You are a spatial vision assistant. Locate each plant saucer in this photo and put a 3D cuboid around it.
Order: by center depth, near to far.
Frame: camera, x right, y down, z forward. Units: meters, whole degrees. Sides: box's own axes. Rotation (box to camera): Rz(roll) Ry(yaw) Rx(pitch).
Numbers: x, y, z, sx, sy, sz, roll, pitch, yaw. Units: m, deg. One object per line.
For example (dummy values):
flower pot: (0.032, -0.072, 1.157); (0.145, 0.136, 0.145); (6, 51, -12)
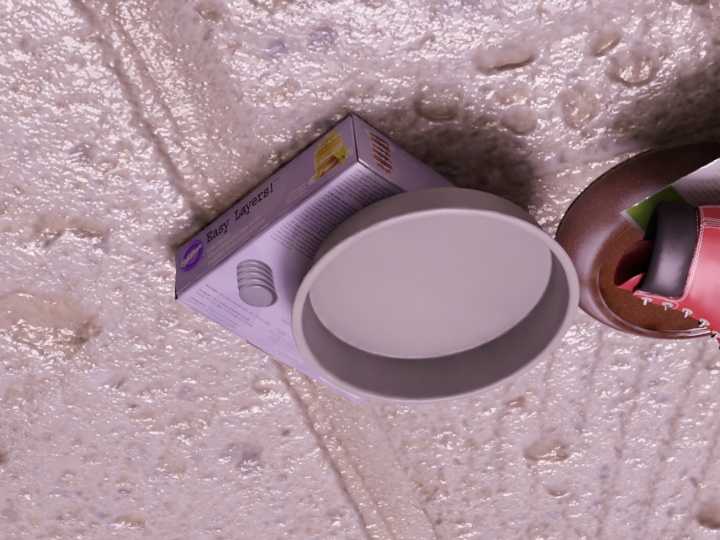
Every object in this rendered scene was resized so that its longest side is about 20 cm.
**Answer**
plant saucer: (0.239, -0.012, 1.531); (0.198, 0.032, 0.201); (-3, 137, -3)

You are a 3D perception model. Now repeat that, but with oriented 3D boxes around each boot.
boot: (0.241, 0.035, 1.437); (0.143, 0.073, 0.201); (-2, 128, 2)

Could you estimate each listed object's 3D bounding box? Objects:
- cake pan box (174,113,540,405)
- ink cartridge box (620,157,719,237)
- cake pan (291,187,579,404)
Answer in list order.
cake pan box: (0.000, 0.000, 1.497); (0.199, 0.053, 0.184); (31, 128, -34)
ink cartridge box: (0.290, -0.072, 1.431); (0.199, 0.076, 0.148); (-31, 130, 25)
cake pan: (0.050, 0.016, 1.456); (0.198, 0.037, 0.201); (-5, 138, -4)
